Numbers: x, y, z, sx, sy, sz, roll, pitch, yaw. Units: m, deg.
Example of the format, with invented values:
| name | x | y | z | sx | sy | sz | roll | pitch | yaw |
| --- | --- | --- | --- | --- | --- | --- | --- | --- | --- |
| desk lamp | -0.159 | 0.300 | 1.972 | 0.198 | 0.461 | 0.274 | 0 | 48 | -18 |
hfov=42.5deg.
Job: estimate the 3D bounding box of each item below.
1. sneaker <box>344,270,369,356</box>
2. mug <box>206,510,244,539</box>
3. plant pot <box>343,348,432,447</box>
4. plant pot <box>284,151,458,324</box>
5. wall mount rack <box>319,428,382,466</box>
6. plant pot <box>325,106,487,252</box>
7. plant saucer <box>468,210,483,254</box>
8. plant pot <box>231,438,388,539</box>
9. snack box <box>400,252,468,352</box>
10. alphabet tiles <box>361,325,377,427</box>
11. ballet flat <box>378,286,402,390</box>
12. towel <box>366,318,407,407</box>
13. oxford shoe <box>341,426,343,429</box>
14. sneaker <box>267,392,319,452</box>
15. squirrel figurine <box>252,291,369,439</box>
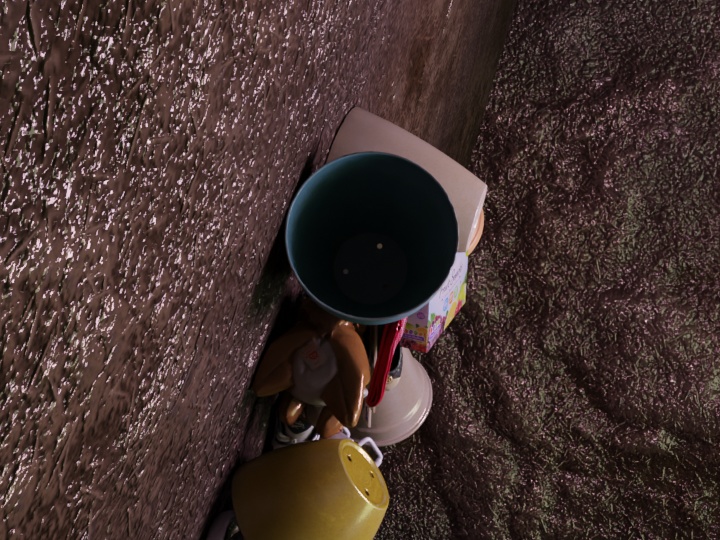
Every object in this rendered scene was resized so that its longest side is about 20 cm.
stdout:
| name | x | y | z | sx | sy | sz | roll | pitch | yaw |
| --- | --- | --- | --- | --- | --- | --- | --- | --- | --- |
| sneaker | -0.037 | 0.045 | 1.387 | 0.073 | 0.084 | 0.203 | 17 | 70 | -65 |
| mug | -0.146 | 0.402 | 1.195 | 0.176 | 0.146 | 0.201 | -69 | 142 | -55 |
| plant pot | 0.020 | 0.179 | 1.636 | 0.184 | 0.198 | 0.202 | 75 | 33 | -53 |
| plant pot | 0.012 | -0.022 | 1.110 | 0.135 | 0.198 | 0.202 | 92 | 18 | -73 |
| wall mount rack | -0.064 | 0.310 | 1.422 | 0.173 | 0.075 | 0.200 | -39 | -156 | -17 |
| plant pot | 0.062 | -0.100 | 1.239 | 0.187 | 0.198 | 0.189 | 17 | 90 | -81 |
| plant saucer | 0.119 | -0.088 | 1.651 | 0.202 | 0.198 | 0.038 | -68 | 153 | -22 |
| plant pot | -0.048 | 0.298 | 1.195 | 0.141 | 0.201 | 0.200 | -36 | 179 | 14 |
| snack box | 0.122 | 0.023 | 1.498 | 0.200 | 0.052 | 0.144 | -44 | 139 | -57 |
| alphabet tiles | 0.008 | 0.132 | 1.439 | 0.166 | 0.006 | 0.203 | -134 | -135 | -77 |
| ballet flat | 0.037 | 0.111 | 1.473 | 0.057 | 0.066 | 0.202 | -113 | -163 | -60 |
| towel | 0.051 | 0.079 | 1.273 | 0.200 | 0.022 | 0.146 | -62 | 168 | -60 |
| oxford shoe | -0.044 | 0.154 | 1.454 | 0.073 | 0.070 | 0.202 | 92 | 0 | -57 |
| sneaker | -0.096 | 0.243 | 1.326 | 0.130 | 0.079 | 0.201 | 84 | 25 | -65 |
| squirrel figurine | -0.037 | 0.122 | 1.228 | 0.187 | 0.140 | 0.202 | 64 | 37 | -67 |
